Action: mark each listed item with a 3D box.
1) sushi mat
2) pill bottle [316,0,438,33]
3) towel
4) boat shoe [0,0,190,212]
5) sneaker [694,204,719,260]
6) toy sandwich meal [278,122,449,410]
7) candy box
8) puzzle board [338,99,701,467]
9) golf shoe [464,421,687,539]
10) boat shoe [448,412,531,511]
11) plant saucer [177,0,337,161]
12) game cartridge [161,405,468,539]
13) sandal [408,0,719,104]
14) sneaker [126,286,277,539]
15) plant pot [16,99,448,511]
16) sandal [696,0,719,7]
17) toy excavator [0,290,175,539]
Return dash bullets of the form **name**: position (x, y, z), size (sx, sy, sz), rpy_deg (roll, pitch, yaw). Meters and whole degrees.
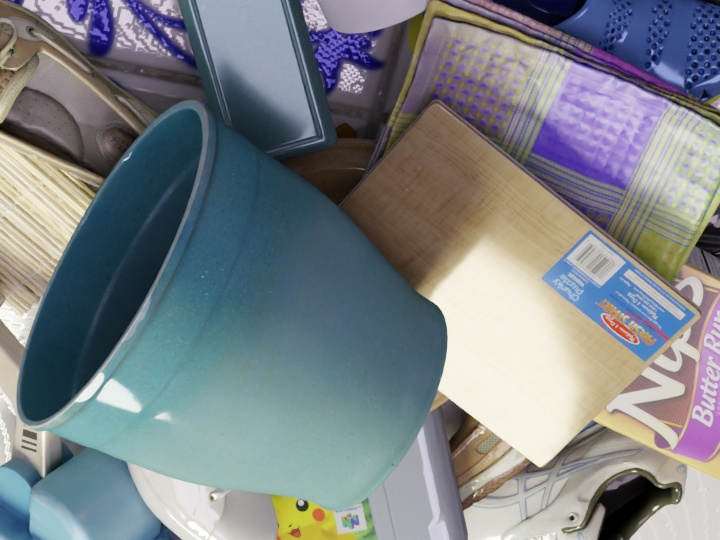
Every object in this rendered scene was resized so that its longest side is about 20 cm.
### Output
- **sushi mat**: position (-0.245, -0.062, 1.427), size (0.096, 0.012, 0.200), rpy_deg (-42, 115, 14)
- **pill bottle**: position (-0.018, -0.237, 1.312), size (0.111, 0.111, 0.200), rpy_deg (-23, 117, 4)
- **towel**: position (0.109, -0.065, 1.358), size (0.200, 0.023, 0.144), rpy_deg (24, 123, -2)
- **boat shoe**: position (-0.184, -0.098, 1.381), size (0.201, 0.063, 0.073), rpy_deg (36, 95, -23)
- **sneaker**: position (0.246, -0.053, 1.466), size (0.199, 0.071, 0.083), rpy_deg (-17, 124, 4)
- **toy sandwich meal**: position (0.000, 0.000, 1.453), size (0.205, 0.070, 0.206), rpy_deg (1, 106, 4)
- **candy box**: position (0.202, 0.052, 1.449), size (0.200, 0.056, 0.117), rpy_deg (25, 108, -7)
- **puzzle board**: position (0.077, 0.010, 1.385), size (0.200, 0.017, 0.151), rpy_deg (37, 121, -9)
- **golf shoe**: position (0.126, 0.163, 1.546), size (0.200, 0.097, 0.078), rpy_deg (-38, 118, 13)
- **boat shoe**: position (0.099, 0.075, 1.521), size (0.200, 0.072, 0.076), rpy_deg (-43, 100, 8)
- **plant saucer**: position (-0.071, -0.157, 1.374), size (0.070, 0.019, 0.200), rpy_deg (-15, 105, 0)
- **game cartridge**: position (-0.038, 0.142, 1.508), size (0.200, 0.040, 0.134), rpy_deg (-11, 94, 13)
- **sandal**: position (0.129, -0.138, 1.373), size (0.200, 0.080, 0.087), rpy_deg (4, 160, -1)
- **sneaker**: position (-0.103, 0.091, 1.438), size (0.085, 0.073, 0.200), rpy_deg (-23, 103, 49)
- **plant pot**: position (-0.061, 0.036, 1.323), size (0.188, 0.200, 0.200), rpy_deg (28, 110, -20)
- **sandal**: position (0.153, -0.218, 1.372), size (0.200, 0.075, 0.045), rpy_deg (43, 65, -32)
- **toy excavator**: position (-0.191, 0.125, 1.466), size (0.194, 0.100, 0.200), rpy_deg (30, 130, 25)
